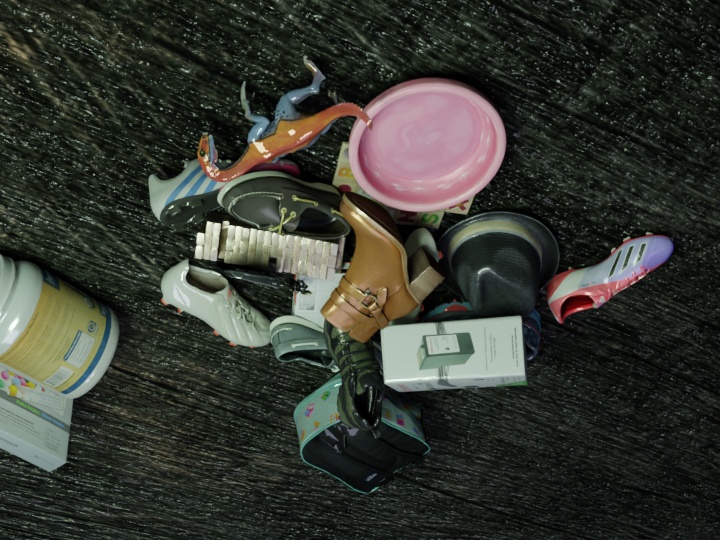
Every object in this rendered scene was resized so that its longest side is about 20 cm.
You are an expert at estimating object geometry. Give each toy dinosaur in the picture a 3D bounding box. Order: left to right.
[{"bbox_3d":[-0.107,-0.166,1.326,0.181,0.200,0.105,-43,116,-3],"label":"toy dinosaur"}]

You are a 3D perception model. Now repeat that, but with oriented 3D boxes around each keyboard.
[{"bbox_3d":[-0.133,0.008,1.515,0.125,0.021,0.200,15,-179,-13],"label":"keyboard"}]

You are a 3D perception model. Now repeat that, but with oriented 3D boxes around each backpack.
[{"bbox_3d":[-0.007,0.248,1.797,0.175,0.155,0.199,-35,140,28],"label":"backpack"}]

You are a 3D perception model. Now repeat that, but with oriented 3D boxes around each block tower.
[{"bbox_3d":[-0.120,-0.033,1.506,0.196,0.058,0.055,8,107,-3],"label":"block tower"}]

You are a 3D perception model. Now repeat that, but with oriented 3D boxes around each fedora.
[{"bbox_3d":[0.197,0.009,1.586,0.197,0.093,0.202,-3,139,-2],"label":"fedora"}]

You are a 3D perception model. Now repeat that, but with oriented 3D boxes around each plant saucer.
[{"bbox_3d":[0.082,-0.164,1.403,0.197,0.051,0.202,-3,136,-3],"label":"plant saucer"}]

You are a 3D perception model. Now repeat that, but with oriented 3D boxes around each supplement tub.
[{"bbox_3d":[-0.453,0.077,1.566,0.144,0.146,0.199,-31,133,28],"label":"supplement tub"}]

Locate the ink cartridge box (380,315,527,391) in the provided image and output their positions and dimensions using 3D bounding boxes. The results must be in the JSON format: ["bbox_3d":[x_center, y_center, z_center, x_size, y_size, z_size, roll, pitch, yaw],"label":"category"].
[{"bbox_3d":[0.136,0.122,1.591,0.196,0.086,0.146,-4,168,10],"label":"ink cartridge box"}]

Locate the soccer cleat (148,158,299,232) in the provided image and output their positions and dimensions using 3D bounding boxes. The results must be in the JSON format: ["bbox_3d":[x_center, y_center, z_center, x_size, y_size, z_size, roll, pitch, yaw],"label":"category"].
[{"bbox_3d":[-0.177,-0.119,1.432,0.197,0.087,0.070,-19,150,-20],"label":"soccer cleat"}]

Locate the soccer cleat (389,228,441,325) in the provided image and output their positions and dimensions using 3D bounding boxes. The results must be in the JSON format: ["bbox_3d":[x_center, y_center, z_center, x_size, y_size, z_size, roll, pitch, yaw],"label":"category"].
[{"bbox_3d":[0.062,0.021,1.589,0.076,0.070,0.201,-14,146,-23],"label":"soccer cleat"}]

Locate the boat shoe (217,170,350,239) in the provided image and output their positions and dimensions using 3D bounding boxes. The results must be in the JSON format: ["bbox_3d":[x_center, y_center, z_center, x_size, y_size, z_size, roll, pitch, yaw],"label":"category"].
[{"bbox_3d":[-0.091,-0.077,1.423,0.199,0.061,0.072,2,138,-45],"label":"boat shoe"}]

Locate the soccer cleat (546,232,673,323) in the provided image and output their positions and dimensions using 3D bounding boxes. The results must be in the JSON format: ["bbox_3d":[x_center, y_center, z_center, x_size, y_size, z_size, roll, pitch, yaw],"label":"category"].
[{"bbox_3d":[0.363,0.013,1.618,0.198,0.077,0.067,-23,136,21],"label":"soccer cleat"}]

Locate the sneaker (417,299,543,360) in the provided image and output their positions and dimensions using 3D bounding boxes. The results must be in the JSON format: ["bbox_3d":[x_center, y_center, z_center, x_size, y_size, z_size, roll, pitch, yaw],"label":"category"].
[{"bbox_3d":[0.179,0.100,1.688,0.196,0.097,0.080,-4,139,0],"label":"sneaker"}]

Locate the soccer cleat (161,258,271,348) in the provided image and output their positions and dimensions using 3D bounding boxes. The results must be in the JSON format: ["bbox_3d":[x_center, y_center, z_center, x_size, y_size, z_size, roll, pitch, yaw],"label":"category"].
[{"bbox_3d":[-0.197,0.051,1.622,0.199,0.070,0.077,30,126,-30],"label":"soccer cleat"}]

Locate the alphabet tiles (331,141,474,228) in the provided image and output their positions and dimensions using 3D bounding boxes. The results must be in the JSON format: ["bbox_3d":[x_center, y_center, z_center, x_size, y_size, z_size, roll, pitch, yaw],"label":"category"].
[{"bbox_3d":[0.062,-0.121,1.491,0.197,0.006,0.168,6,138,-12],"label":"alphabet tiles"}]

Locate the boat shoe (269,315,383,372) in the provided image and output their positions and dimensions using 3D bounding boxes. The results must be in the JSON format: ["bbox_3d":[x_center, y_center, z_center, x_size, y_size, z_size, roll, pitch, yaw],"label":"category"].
[{"bbox_3d":[-0.045,0.127,1.647,0.198,0.062,0.073,21,132,-28],"label":"boat shoe"}]

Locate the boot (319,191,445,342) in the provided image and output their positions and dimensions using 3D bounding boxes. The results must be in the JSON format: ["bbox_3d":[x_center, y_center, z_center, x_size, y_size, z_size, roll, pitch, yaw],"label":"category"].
[{"bbox_3d":[0.000,0.000,1.478,0.155,0.077,0.200,-39,129,14],"label":"boot"}]

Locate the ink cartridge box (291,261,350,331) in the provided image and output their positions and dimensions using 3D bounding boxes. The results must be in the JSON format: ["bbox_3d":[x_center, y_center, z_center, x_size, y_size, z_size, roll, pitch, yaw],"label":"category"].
[{"bbox_3d":[-0.044,0.039,1.634,0.107,0.051,0.202,2,138,-6],"label":"ink cartridge box"}]

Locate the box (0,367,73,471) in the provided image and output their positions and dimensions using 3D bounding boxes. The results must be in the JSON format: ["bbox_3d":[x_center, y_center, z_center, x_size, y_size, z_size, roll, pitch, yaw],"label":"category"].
[{"bbox_3d":[-0.487,0.170,1.627,0.041,0.202,0.156,-28,134,24],"label":"box"}]

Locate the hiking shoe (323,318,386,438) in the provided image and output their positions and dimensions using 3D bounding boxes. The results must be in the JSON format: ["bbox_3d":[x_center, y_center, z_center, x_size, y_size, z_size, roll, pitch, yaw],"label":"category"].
[{"bbox_3d":[0.004,0.131,1.576,0.075,0.100,0.203,-15,103,-25],"label":"hiking shoe"}]
